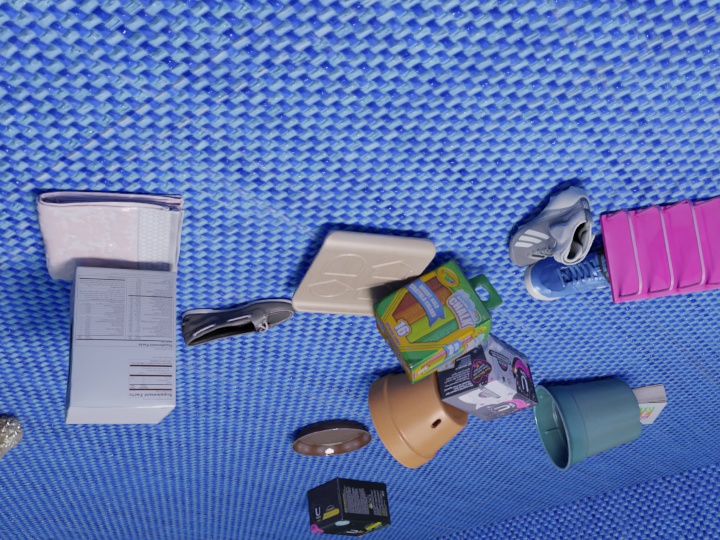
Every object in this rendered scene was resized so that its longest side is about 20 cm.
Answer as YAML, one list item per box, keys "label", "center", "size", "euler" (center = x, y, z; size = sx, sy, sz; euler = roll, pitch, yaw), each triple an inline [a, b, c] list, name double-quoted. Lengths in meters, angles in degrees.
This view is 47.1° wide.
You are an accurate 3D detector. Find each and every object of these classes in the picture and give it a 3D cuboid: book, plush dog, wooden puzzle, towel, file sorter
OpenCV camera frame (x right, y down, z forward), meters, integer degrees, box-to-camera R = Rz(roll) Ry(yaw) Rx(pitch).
- label: "book"
  center: [0.694, 0.352, 2.116]
  size: [0.133, 0.048, 0.200]
  euler: [-7, 153, 5]
- label: "plush dog"
  center: [-0.794, 0.332, 1.628]
  size: [0.199, 0.161, 0.172]
  euler: [-8, 127, 0]
- label: "wooden puzzle"
  center: [0.000, 0.000, 1.325]
  size: [0.185, 0.046, 0.200]
  euler: [4, 144, -21]
- label: "towel"
  center: [-0.351, -0.042, 1.173]
  size: [0.190, 0.032, 0.200]
  euler: [1, 149, -15]
- label: "file sorter"
  center: [0.485, -0.036, 1.242]
  size: [0.199, 0.139, 0.125]
  euler: [-8, 176, 0]

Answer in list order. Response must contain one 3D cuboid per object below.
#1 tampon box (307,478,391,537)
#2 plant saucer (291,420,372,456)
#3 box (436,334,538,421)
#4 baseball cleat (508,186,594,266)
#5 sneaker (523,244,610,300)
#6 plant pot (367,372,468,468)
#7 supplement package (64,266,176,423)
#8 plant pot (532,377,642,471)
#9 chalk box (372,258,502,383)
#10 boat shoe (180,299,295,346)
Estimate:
- label: "tampon box"
  center: [-0.034, 0.712, 2.476]
  size: [0.200, 0.127, 0.150]
  euler: [18, 141, -38]
- label: "plant saucer"
  center: [-0.071, 0.410, 2.032]
  size: [0.199, 0.035, 0.200]
  euler: [-5, 150, -3]
- label: "box"
  center: [0.262, 0.224, 1.705]
  size: [0.132, 0.115, 0.200]
  euler: [-24, 147, 27]
- label: "baseball cleat"
  center: [0.286, -0.040, 1.256]
  size: [0.069, 0.107, 0.200]
  euler: [2, 149, -16]
- label: "sneaker"
  center: [0.368, -0.003, 1.343]
  size: [0.199, 0.077, 0.111]
  euler: [-3, 164, -30]
- label: "plant pot"
  center: [0.130, 0.290, 1.714]
  size: [0.140, 0.201, 0.200]
  euler: [-30, 144, 23]
- label: "supplement package"
  center: [-0.362, 0.119, 1.242]
  size: [0.147, 0.201, 0.191]
  euler: [3, 162, -20]
- label: "plant pot"
  center: [0.531, 0.344, 1.922]
  size: [0.195, 0.201, 0.200]
  euler: [-12, 151, -9]
- label: "chalk box"
  center: [0.137, 0.074, 1.359]
  size: [0.200, 0.125, 0.124]
  euler: [-31, 160, -6]
- label: "boat shoe"
  center: [-0.208, 0.094, 1.419]
  size: [0.199, 0.057, 0.067]
  euler: [-7, 151, -1]
